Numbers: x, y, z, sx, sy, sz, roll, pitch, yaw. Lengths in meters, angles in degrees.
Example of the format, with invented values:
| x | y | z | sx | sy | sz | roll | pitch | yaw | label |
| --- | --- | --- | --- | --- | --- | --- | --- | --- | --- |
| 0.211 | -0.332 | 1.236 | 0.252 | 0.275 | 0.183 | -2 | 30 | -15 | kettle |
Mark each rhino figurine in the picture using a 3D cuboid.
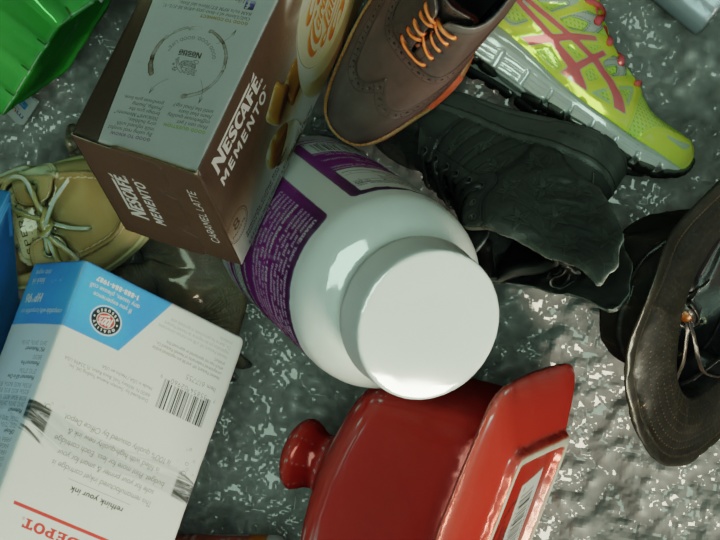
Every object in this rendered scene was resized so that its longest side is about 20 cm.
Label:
| x | y | z | sx | sy | sz | roll | pitch | yaw | label |
| --- | --- | --- | --- | --- | --- | --- | --- | --- | --- |
| -0.113 | 0.001 | 1.312 | 0.087 | 0.060 | 0.202 | -12 | 95 | 6 | rhino figurine |

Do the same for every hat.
| x | y | z | sx | sy | sz | roll | pitch | yaw | label |
| --- | --- | --- | --- | --- | --- | --- | --- | --- | --- |
| 0.192 | 0.010 | 1.271 | 0.081 | 0.200 | 0.202 | 23 | 96 | 39 | hat |

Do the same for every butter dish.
| x | y | z | sx | sy | sz | roll | pitch | yaw | label |
| --- | --- | --- | --- | --- | --- | --- | --- | --- | --- |
| 0.021 | 0.131 | 1.258 | 0.147 | 0.199 | 0.202 | 23 | 99 | 17 | butter dish |

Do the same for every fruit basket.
| x | y | z | sx | sy | sz | roll | pitch | yaw | label |
| --- | --- | --- | --- | --- | --- | --- | --- | --- | --- |
| -0.230 | -0.203 | 1.264 | 0.094 | 0.185 | 0.201 | -33 | 82 | -37 | fruit basket |

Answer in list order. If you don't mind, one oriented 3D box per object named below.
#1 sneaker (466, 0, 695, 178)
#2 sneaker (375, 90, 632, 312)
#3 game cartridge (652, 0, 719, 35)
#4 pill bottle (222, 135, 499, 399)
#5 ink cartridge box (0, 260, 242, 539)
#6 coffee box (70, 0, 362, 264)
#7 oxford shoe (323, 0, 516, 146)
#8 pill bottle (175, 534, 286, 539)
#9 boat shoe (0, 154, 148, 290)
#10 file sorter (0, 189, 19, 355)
| x | y | z | sx | sy | sz | roll | pitch | yaw | label |
| --- | --- | --- | --- | --- | --- | --- | --- | --- | --- |
| 0.125 | -0.130 | 1.285 | 0.199 | 0.078 | 0.091 | 37 | 83 | -5 | sneaker |
| 0.075 | -0.040 | 1.246 | 0.198 | 0.060 | 0.105 | 13 | 57 | 29 | sneaker |
| 0.212 | -0.259 | 1.291 | 0.133 | 0.042 | 0.200 | 38 | 95 | -4 | game cartridge |
| 0.000 | 0.000 | 1.217 | 0.111 | 0.200 | 0.113 | -7 | 110 | -20 | pill bottle |
| -0.157 | 0.109 | 1.212 | 0.116 | 0.068 | 0.201 | 28 | 74 | -31 | ink cartridge box |
| -0.071 | -0.122 | 1.199 | 0.079 | 0.115 | 0.201 | 17 | 68 | 19 | coffee box |
| 0.040 | -0.143 | 1.214 | 0.071 | 0.073 | 0.200 | 41 | 116 | 1 | oxford shoe |
| -0.140 | 0.214 | 1.301 | 0.198 | 0.112 | 0.113 | -1 | 94 | 3 | pill bottle |
| -0.207 | -0.018 | 1.277 | 0.199 | 0.063 | 0.074 | -18 | 88 | 29 | boat shoe |
| -0.272 | 0.060 | 1.240 | 0.122 | 0.139 | 0.201 | 12 | 137 | 7 | file sorter |
